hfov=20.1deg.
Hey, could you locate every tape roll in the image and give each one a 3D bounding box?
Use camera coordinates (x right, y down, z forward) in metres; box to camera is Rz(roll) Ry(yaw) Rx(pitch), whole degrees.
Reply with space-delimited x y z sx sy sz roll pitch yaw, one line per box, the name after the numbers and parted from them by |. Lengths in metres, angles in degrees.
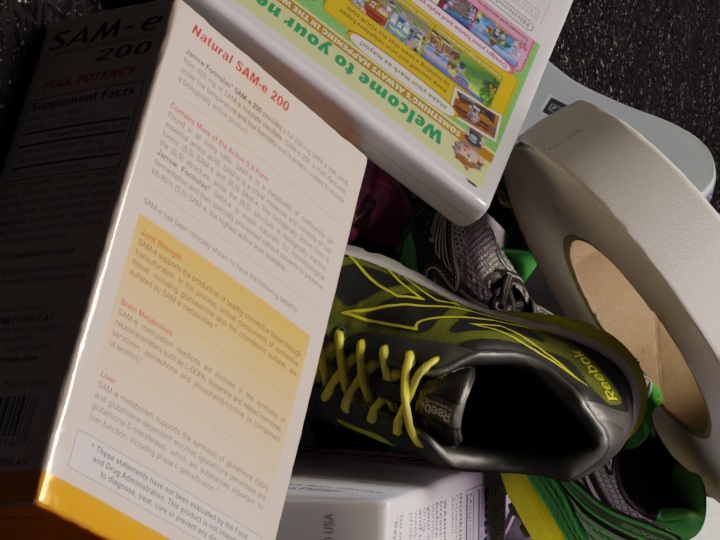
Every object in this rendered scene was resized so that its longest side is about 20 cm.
0.133 0.019 0.886 0.037 0.203 0.203 -33 139 -7 | tape roll

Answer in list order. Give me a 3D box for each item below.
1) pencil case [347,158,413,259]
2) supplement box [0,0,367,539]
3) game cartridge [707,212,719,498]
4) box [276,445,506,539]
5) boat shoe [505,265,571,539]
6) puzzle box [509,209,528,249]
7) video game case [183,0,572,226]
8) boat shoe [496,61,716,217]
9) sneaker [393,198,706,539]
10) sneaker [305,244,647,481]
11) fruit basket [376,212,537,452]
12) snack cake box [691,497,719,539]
0.000 0.000 0.956 0.091 0.094 0.200 -68 151 -21 | pencil case
-0.079 0.017 0.761 0.126 0.073 0.200 39 56 -44 | supplement box
0.176 0.041 1.063 0.041 0.133 0.200 49 -1 -26 | game cartridge
-0.008 0.176 0.883 0.200 0.105 0.184 3 89 -72 | box
0.103 0.066 1.017 0.068 0.074 0.199 30 73 -22 | boat shoe
0.113 0.016 1.238 0.133 0.025 0.200 148 -52 -79 | puzzle box
-0.003 -0.139 0.868 0.200 0.022 0.182 36 48 -13 | video game case
0.086 -0.062 1.079 0.071 0.200 0.091 -51 166 -36 | boat shoe
0.087 0.044 0.901 0.200 0.085 0.078 54 39 -14 | sneaker
0.019 0.037 0.828 0.085 0.200 0.075 -54 153 -77 | sneaker
0.057 0.057 1.144 0.200 0.094 0.185 44 51 -81 | fruit basket
0.133 0.182 1.156 0.067 0.115 0.200 -10 134 -29 | snack cake box
